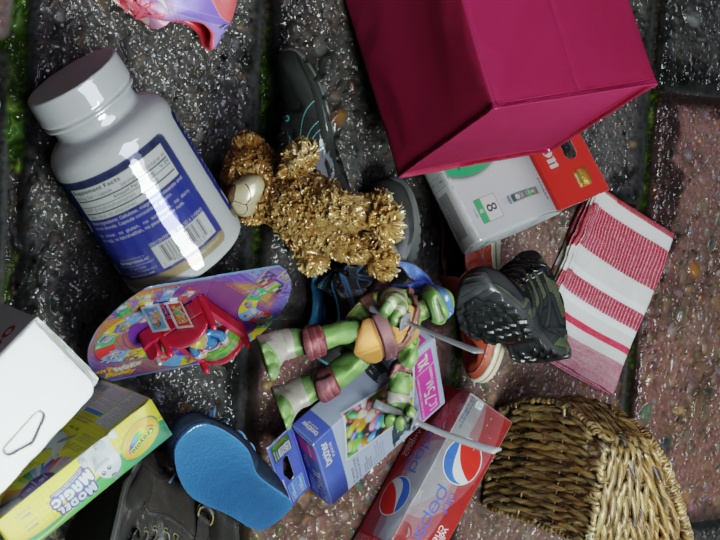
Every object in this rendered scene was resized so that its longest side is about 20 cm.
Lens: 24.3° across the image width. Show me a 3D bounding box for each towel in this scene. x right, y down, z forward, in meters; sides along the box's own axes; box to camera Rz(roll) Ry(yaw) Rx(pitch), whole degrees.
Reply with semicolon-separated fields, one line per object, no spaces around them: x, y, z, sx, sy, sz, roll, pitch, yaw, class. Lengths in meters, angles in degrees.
0.270;0.023;1.857;0.144;0.023;0.201;29;81;-33;towel

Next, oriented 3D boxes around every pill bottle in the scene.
-0.204;-0.089;1.481;0.120;0.119;0.201;-40;115;-22;pill bottle

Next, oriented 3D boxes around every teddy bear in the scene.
-0.047;-0.054;1.526;0.199;0.145;0.067;34;57;4;teddy bear

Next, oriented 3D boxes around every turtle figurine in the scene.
0.013;0.089;1.544;0.193;0.144;0.201;-19;70;-6;turtle figurine

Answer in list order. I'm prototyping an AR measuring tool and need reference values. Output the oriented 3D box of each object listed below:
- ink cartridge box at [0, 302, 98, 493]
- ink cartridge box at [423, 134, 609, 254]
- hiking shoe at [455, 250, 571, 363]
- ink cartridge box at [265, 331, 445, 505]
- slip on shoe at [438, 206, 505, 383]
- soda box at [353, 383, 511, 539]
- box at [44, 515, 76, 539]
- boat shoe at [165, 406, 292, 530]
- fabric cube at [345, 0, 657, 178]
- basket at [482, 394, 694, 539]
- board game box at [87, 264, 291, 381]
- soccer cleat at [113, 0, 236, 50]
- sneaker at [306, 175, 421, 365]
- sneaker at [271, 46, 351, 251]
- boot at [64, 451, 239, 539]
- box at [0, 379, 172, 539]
-0.327;0.100;1.380;0.147;0.200;0.086;-48;118;-18;ink cartridge box
0.155;-0.126;1.712;0.199;0.050;0.162;-23;82;-25;ink cartridge box
0.149;0.023;1.663;0.200;0.075;0.101;38;47;-55;hiking shoe
-0.001;0.153;1.660;0.200;0.042;0.120;-38;146;-19;ink cartridge box
0.111;0.017;1.728;0.061;0.074;0.201;-5;93;-26;slip on shoe
0.073;0.223;1.733;0.070;0.063;0.201;37;78;-30;soda box
-0.279;0.330;1.532;0.158;0.048;0.201;31;79;-31;box
-0.136;0.183;1.565;0.084;0.069;0.200;-33;142;-4;boat shoe
0.130;-0.224;1.595;0.199;0.196;0.201;-11;79;-30;fabric cube
0.246;0.205;1.761;0.148;0.200;0.144;7;91;-30;basket
-0.149;0.064;1.523;0.199;0.158;0.039;-9;59;-31;board game box
-0.199;-0.258;1.496;0.199;0.068;0.074;15;93;-35;soccer cleat
0.000;0.000;1.646;0.082;0.073;0.201;17;87;-42;sneaker
-0.058;-0.113;1.598;0.079;0.075;0.201;-15;91;-2;sneaker
-0.177;0.249;1.528;0.174;0.069;0.201;46;30;-25;boot
-0.274;0.181;1.475;0.200;0.117;0.049;-37;112;-22;box
